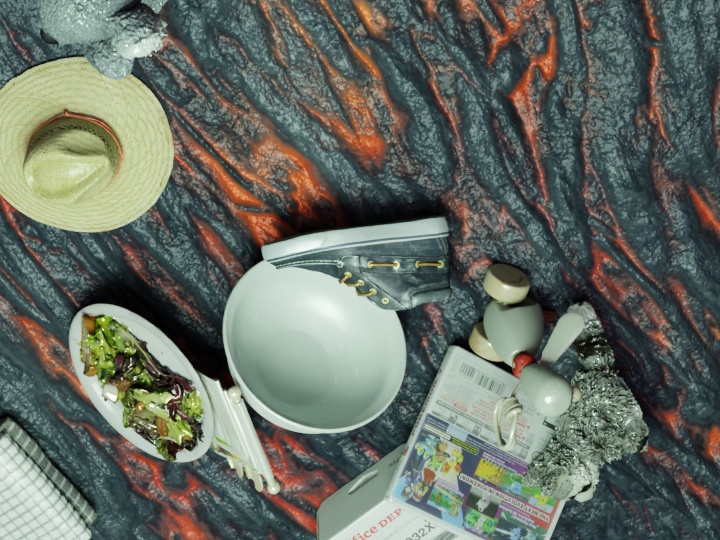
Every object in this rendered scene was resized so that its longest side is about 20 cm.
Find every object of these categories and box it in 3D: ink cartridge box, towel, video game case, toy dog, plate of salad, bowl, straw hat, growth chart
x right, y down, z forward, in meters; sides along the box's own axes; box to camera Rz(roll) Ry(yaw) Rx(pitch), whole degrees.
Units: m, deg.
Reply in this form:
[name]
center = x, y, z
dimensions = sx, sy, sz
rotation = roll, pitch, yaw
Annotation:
[ink cartridge box]
center = 0.064, 0.319, 1.637
dimensions = 0.144, 0.084, 0.200
rotation = -37, 110, 14
[towel]
center = -0.420, 0.277, 1.609
dimensions = 0.199, 0.086, 0.166
rotation = -32, 113, 11
[video game case]
center = 0.145, 0.206, 1.571
dimensions = 0.198, 0.023, 0.184
rotation = 28, 82, -18
[toy dog]
center = 0.186, 0.083, 1.494
dimensions = 0.095, 0.202, 0.133
rotation = 2, 141, -20
[plate of salad]
center = -0.239, 0.126, 1.515
dimensions = 0.198, 0.048, 0.202
rotation = 21, 132, 26
[bowl]
center = -0.059, 0.089, 1.498
dimensions = 0.199, 0.203, 0.090
rotation = 22, 147, -11
[straw hat]
center = -0.289, -0.108, 1.435
dimensions = 0.198, 0.085, 0.204
rotation = 0, 114, -1
[growth chart]
center = -0.155, 0.151, 1.514
dimensions = 0.018, 0.199, 0.146
rotation = -30, 122, -24

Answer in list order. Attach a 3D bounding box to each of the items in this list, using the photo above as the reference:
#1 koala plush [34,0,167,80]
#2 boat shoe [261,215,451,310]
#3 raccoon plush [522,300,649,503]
[koala plush]
center = -0.243, -0.269, 1.301
dimensions = 0.177, 0.201, 0.184
rotation = 40, 107, -17
[boat shoe]
center = 0.000, 0.000, 1.475
dimensions = 0.197, 0.071, 0.092
rotation = -7, 94, -9
[raccoon plush]
center = 0.220, 0.151, 1.552
dimensions = 0.133, 0.097, 0.202
rotation = -22, 81, -8
